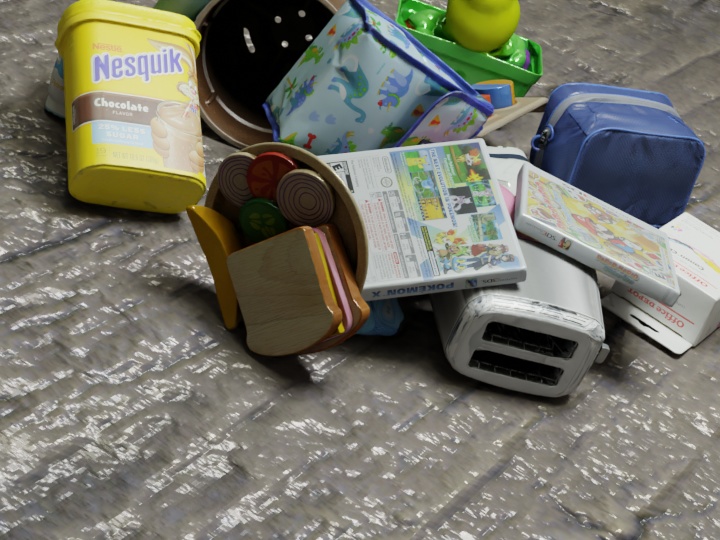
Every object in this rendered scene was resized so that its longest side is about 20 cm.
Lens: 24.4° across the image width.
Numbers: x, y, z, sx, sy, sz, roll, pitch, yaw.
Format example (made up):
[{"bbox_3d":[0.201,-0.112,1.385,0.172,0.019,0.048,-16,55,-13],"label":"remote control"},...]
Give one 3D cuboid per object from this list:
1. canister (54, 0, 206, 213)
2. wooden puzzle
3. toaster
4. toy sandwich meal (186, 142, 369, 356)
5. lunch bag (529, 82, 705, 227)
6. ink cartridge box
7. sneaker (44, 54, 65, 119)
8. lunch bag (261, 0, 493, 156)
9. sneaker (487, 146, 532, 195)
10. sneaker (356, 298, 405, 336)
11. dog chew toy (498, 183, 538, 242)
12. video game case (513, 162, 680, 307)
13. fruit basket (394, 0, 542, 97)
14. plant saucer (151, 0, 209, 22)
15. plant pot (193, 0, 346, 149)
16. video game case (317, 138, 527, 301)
[{"bbox_3d":[-0.234,-0.167,1.710,0.147,0.087,0.201,7,59,-26],"label":"canister"},{"bbox_3d":[0.104,-0.197,2.001,0.184,0.047,0.200,4,16,35],"label":"wooden puzzle"},{"bbox_3d":[0.151,0.042,1.655,0.198,0.114,0.130,15,32,-16],"label":"toaster"},{"bbox_3d":[-0.079,-0.016,1.542,0.204,0.206,0.070,32,30,19],"label":"toy sandwich meal"},{"bbox_3d":[0.300,-0.145,2.024,0.198,0.137,0.133,6,33,-22],"label":"lunch bag"},{"bbox_3d":[0.364,0.013,1.877,0.116,0.068,0.200,33,32,20],"label":"ink cartridge box"},{"bbox_3d":[-0.281,-0.233,1.863,0.076,0.081,0.200,22,29,6],"label":"sneaker"},{"bbox_3d":[0.022,-0.166,1.794,0.199,0.170,0.128,33,19,-29],"label":"lunch bag"},{"bbox_3d":[0.136,-0.098,1.917,0.199,0.077,0.081,-6,49,-35],"label":"sneaker"},{"bbox_3d":[0.000,0.000,1.686,0.089,0.079,0.201,18,38,-24],"label":"sneaker"},{"bbox_3d":[0.118,-0.045,1.776,0.199,0.125,0.125,9,31,-34],"label":"dog chew toy"},{"bbox_3d":[0.247,-0.041,1.750,0.181,0.023,0.200,26,20,-3],"label":"video game case"},{"bbox_3d":[0.143,-0.308,2.119,0.214,0.217,0.156,18,25,-4],"label":"fruit basket"},{"bbox_3d":[-0.160,-0.332,1.863,0.039,0.201,0.201,46,31,-4],"label":"plant saucer"},{"bbox_3d":[-0.090,-0.260,1.929,0.199,0.202,0.199,19,23,-3],"label":"plant pot"},{"bbox_3d":[0.055,-0.052,1.645,0.181,0.022,0.201,-7,44,-6],"label":"video game case"}]
